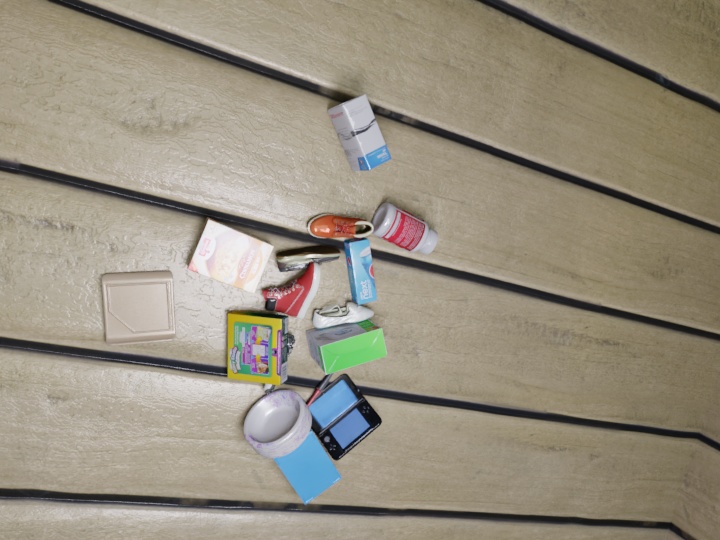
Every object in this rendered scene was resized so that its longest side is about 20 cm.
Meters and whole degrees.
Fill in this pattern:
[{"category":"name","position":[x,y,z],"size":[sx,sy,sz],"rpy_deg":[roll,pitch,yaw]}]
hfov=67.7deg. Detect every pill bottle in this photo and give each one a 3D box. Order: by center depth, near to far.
[{"category":"pill bottle","position":[0.142,-0.127,1.700],"size":[0.200,0.112,0.113],"rpy_deg":[24,91,-22]}]

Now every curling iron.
[{"category":"curling iron","position":[-0.144,0.384,1.728],"size":[0.050,0.026,0.200],"rpy_deg":[45,81,-5]}]

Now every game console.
[{"category":"game console","position":[-0.063,0.472,1.732],"size":[0.200,0.176,0.117],"rpy_deg":[-38,138,-10]}]

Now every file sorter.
[{"category":"file sorter","position":[-0.179,0.599,1.705],"size":[0.139,0.123,0.200],"rpy_deg":[-32,108,-12]}]

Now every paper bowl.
[{"category":"paper bowl","position":[-0.242,0.471,1.619],"size":[0.200,0.201,0.105],"rpy_deg":[-32,126,-12]}]

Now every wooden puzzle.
[{"category":"wooden puzzle","position":[-0.620,0.104,1.509],"size":[0.184,0.037,0.201],"rpy_deg":[-3,96,-19]}]

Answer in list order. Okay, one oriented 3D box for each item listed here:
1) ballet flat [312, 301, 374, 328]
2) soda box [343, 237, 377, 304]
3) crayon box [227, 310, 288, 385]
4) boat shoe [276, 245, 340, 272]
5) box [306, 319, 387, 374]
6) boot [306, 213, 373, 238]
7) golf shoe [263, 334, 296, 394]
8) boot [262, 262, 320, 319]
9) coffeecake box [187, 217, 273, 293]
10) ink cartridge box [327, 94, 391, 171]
[{"category":"ballet flat","position":[-0.054,0.134,1.688],"size":[0.199,0.069,0.070],"rpy_deg":[-11,103,-9]},{"category":"soda box","position":[0.000,0.000,1.697],"size":[0.068,0.064,0.201],"rpy_deg":[-12,104,-17]},{"category":"crayon box","position":[-0.304,0.227,1.585],"size":[0.172,0.058,0.201],"rpy_deg":[5,98,15]},{"category":"boat shoe","position":[-0.158,-0.033,1.636],"size":[0.199,0.073,0.065],"rpy_deg":[-5,116,-18]},{"category":"box","position":[-0.046,0.226,1.659],"size":[0.199,0.176,0.097],"rpy_deg":[-14,104,-17]},{"category":"boot","position":[-0.059,-0.132,1.631],"size":[0.199,0.107,0.075],"rpy_deg":[-4,102,-18]},{"category":"golf shoe","position":[-0.272,0.279,1.652],"size":[0.094,0.078,0.201],"rpy_deg":[21,94,0]},{"category":"boot","position":[-0.210,0.050,1.600],"size":[0.144,0.072,0.200],"rpy_deg":[17,119,-19]},{"category":"coffeecake box","position":[-0.375,-0.043,1.548],"size":[0.200,0.073,0.154],"rpy_deg":[22,92,-21]},{"category":"ink cartridge box","position":[-0.005,-0.401,1.581],"size":[0.084,0.145,0.200],"rpy_deg":[-29,108,-14]}]
